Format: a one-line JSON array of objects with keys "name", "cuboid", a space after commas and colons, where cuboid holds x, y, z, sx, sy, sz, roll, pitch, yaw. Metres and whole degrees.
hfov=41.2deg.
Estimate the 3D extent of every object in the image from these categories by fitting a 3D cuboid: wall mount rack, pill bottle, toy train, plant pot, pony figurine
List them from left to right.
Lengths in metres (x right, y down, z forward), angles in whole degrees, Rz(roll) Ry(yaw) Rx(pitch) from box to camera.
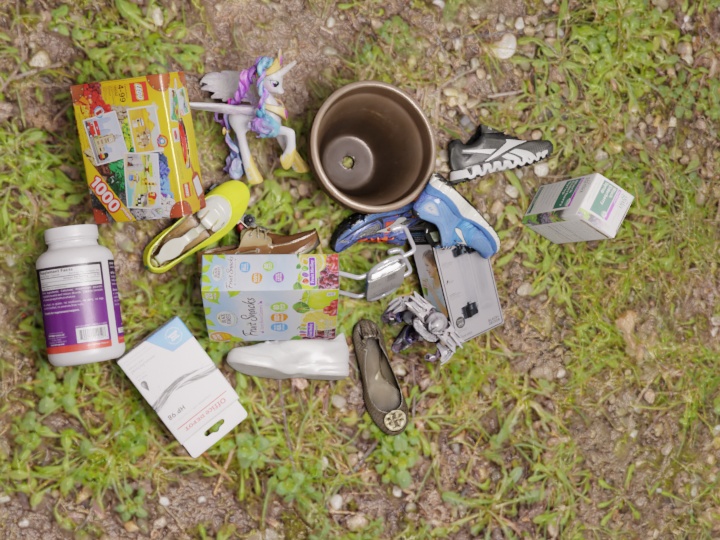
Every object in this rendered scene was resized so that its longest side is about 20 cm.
[{"name": "pill bottle", "cuboid": [-0.415, 0.037, 1.413, 0.112, 0.112, 0.201, -7, 89, -16]}, {"name": "pony figurine", "cuboid": [-0.176, -0.238, 1.465, 0.192, 0.167, 0.201, 1, 120, 17]}, {"name": "toy train", "cuboid": [-0.174, -0.057, 1.526, 0.200, 0.034, 0.046, 44, 81, -10]}, {"name": "plant pot", "cuboid": [-0.002, -0.182, 1.507, 0.199, 0.175, 0.201, 1, 88, -16]}, {"name": "wall mount rack", "cuboid": [0.000, 0.000, 1.507, 0.173, 0.200, 0.075, -24, 75, -8]}]

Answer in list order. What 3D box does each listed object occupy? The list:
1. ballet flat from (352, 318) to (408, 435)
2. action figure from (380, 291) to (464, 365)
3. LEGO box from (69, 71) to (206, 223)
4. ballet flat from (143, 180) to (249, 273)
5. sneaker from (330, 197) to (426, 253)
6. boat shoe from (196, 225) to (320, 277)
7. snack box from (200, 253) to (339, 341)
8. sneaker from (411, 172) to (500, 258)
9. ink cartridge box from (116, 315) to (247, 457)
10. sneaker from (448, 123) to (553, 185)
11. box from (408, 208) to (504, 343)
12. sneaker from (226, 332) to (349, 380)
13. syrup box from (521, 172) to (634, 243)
[{"name": "ballet flat", "cuboid": [0.033, 0.176, 1.569, 0.067, 0.046, 0.201, -16, 92, -15]}, {"name": "action figure", "cuboid": [0.091, 0.090, 1.509, 0.069, 0.200, 0.130, -36, 97, -14]}, {"name": "LEGO box", "cuboid": [-0.319, -0.176, 1.381, 0.148, 0.077, 0.201, -4, 103, 17]}, {"name": "ballet flat", "cuboid": [-0.251, -0.063, 1.468, 0.200, 0.067, 0.067, -38, 98, -1]}, {"name": "sneaker", "cuboid": [0.043, -0.071, 1.570, 0.199, 0.075, 0.079, -24, 99, -14]}, {"name": "boat shoe", "cuboid": [-0.163, -0.030, 1.480, 0.199, 0.076, 0.074, -20, 99, 4]}, {"name": "snack box", "cuboid": [-0.134, 0.043, 1.437, 0.199, 0.169, 0.068, 0, 60, -3]}, {"name": "sneaker", "cuboid": [0.144, -0.070, 1.491, 0.089, 0.079, 0.200, -45, 132, 9]}, {"name": "ink cartridge box", "cuboid": [-0.268, 0.182, 1.472, 0.116, 0.067, 0.200, -38, 98, -15]}, {"name": "sneaker", "cuboid": [0.236, -0.211, 1.632, 0.199, 0.066, 0.091, -15, 94, -14]}, {"name": "box", "cuboid": [0.158, 0.010, 1.575, 0.116, 0.060, 0.201, -22, 103, -33]}, {"name": "sneaker", "cuboid": [-0.115, 0.125, 1.525, 0.199, 0.075, 0.089, 6, 73, -21]}, {"name": "syrup box", "cuboid": [0.358, -0.100, 1.593, 0.081, 0.200, 0.079, 30, 81, -13]}]
